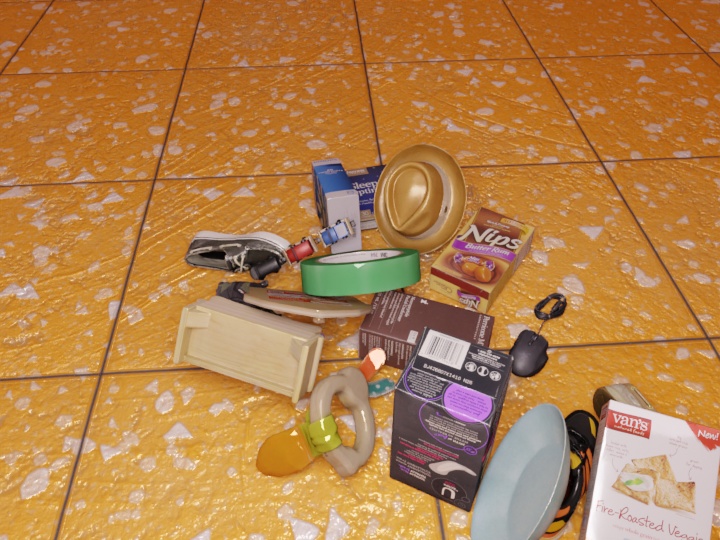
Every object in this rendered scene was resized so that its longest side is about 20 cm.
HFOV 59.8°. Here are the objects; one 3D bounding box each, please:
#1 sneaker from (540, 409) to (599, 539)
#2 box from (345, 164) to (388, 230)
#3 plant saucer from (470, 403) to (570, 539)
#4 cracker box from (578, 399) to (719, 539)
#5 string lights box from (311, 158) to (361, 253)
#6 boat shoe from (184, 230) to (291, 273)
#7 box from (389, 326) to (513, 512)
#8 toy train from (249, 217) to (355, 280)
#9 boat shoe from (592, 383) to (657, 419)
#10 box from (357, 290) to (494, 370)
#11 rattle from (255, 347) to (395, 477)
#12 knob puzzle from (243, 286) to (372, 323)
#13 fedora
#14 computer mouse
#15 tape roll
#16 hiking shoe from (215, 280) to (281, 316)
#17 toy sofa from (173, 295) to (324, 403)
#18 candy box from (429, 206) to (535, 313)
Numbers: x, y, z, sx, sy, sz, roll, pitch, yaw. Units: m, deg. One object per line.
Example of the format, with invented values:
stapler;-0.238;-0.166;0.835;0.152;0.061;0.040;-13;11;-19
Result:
sneaker;0.273;0.249;0.810;0.069;0.091;0.200;25;51;23
box;0.024;-0.162;1.278;0.118;0.033;0.202;-9;44;-10
plant saucer;0.197;0.258;0.742;0.038;0.202;0.203;29;47;-2
cracker box;0.343;0.274;0.749;0.131;0.058;0.204;12;72;16
string lights box;-0.046;-0.124;1.152;0.057;0.105;0.201;-9;29;-9
boat shoe;-0.215;-0.024;1.111;0.195;0.072;0.064;2;42;14
box;0.111;0.190;0.791;0.120;0.203;0.107;18;46;18
toy train;-0.097;-0.035;1.042;0.197;0.035;0.046;-27;4;4
boat shoe;0.402;0.231;0.844;0.065;0.075;0.202;-15;51;-20
box;0.101;0.104;0.975;0.195;0.076;0.101;15;45;12
rattle;-0.042;0.204;0.894;0.129;0.143;0.201;38;33;-11
knob puzzle;-0.076;0.058;0.926;0.214;0.031;0.220;7;4;0
fedora;0.095;-0.130;1.128;0.198;0.205;0.081;26;12;25
computer mouse;0.291;0.096;1.012;0.058;0.035;0.200;22;48;22
tape roll;0.000;0.000;1.020;0.195;0.050;0.201;-5;8;1
hiking shoe;-0.172;0.082;0.992;0.098;0.077;0.202;-13;45;-9
toy sofa;-0.153;0.107;0.882;0.195;0.085;0.098;16;10;9
candy box;0.219;-0.025;1.120;0.115;0.057;0.200;24;47;24
